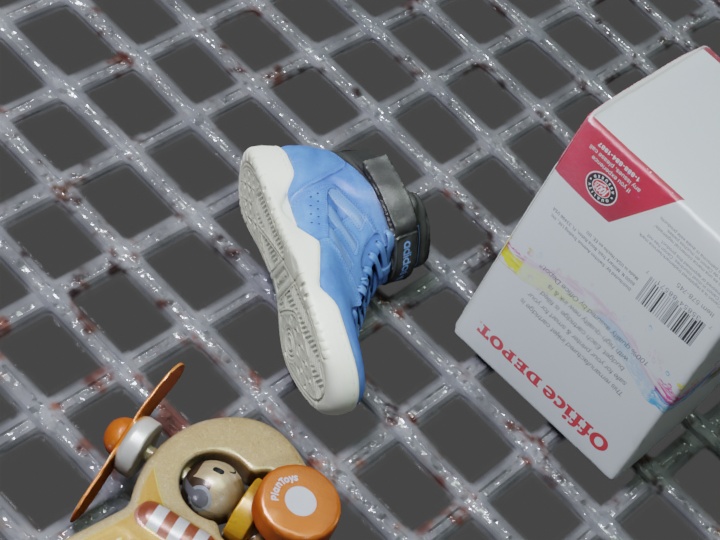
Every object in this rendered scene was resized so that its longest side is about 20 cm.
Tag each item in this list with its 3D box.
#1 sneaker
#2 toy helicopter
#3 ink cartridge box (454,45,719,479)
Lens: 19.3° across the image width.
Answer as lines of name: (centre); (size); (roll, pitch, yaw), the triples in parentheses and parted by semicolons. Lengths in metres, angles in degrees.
sneaker: (0.000, -0.001, 1.303); (0.110, 0.077, 0.201); (-4, 46, -19)
toy helicopter: (-0.118, 0.132, 1.127); (0.199, 0.079, 0.133); (-22, 66, -31)
ink cartridge box: (0.183, -0.004, 1.315); (0.145, 0.201, 0.144); (44, 43, 14)
